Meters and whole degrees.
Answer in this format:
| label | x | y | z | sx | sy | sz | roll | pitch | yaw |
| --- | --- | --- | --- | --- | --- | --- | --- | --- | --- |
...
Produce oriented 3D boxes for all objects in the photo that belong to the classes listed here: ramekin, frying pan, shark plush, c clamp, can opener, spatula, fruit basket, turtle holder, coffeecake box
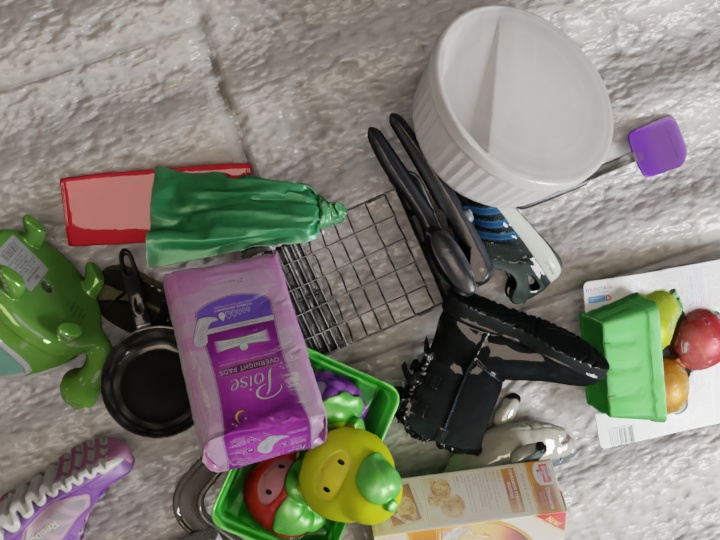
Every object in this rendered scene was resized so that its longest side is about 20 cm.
| label | x | y | z | sx | sy | sz | roll | pitch | yaw |
| --- | --- | --- | --- | --- | --- | --- | --- | --- | --- |
| ramekin | 0.143 | -0.156 | 1.085 | 0.201 | 0.094 | 0.203 | 10 | 64 | -22 |
| frying pan | -0.227 | 0.084 | 1.100 | 0.115 | 0.031 | 0.190 | -37 | 81 | -17 |
| shark plush | 0.143 | 0.230 | 1.196 | 0.200 | 0.091 | 0.083 | -39 | 130 | -3 |
| c clamp | -0.114 | 0.248 | 1.196 | 0.200 | 0.027 | 0.171 | 44 | 93 | -9 |
| can opener | 0.074 | -0.068 | 1.099 | 0.063 | 0.079 | 0.201 | -26 | 89 | -9 |
| spatula | 0.259 | -0.108 | 1.173 | 0.199 | 0.021 | 0.057 | -22 | 87 | 2 |
| fruit basket | 0.340 | 0.086 | 1.189 | 0.199 | 0.094 | 0.186 | -11 | 100 | -18 |
| turtle holder | -0.335 | 0.048 | 1.108 | 0.132 | 0.141 | 0.185 | -36 | 138 | 22 |
| fruit basket | -0.043 | 0.192 | 1.092 | 0.155 | 0.216 | 0.216 | 25 | 96 | -9 |
| coffeecake box | 0.111 | 0.287 | 1.161 | 0.199 | 0.073 | 0.154 | -7 | 132 | -3 |

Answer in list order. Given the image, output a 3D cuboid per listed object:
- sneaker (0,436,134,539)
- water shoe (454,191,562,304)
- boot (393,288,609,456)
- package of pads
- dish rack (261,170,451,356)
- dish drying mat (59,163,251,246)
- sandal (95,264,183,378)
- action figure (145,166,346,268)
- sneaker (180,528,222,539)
| label | x | y | z | sx | sy | sz | roll | pitch | yaw |
| --- | --- | --- | --- | --- | --- | --- | --- | --- | --- |
| sneaker | -0.318 | 0.256 | 1.161 | 0.200 | 0.081 | 0.089 | -33 | 106 | 6 |
| water shoe | 0.128 | -0.047 | 1.148 | 0.079 | 0.072 | 0.200 | -44 | 99 | 5 |
| boot | 0.140 | 0.123 | 1.142 | 0.198 | 0.073 | 0.163 | 22 | 109 | -1 |
| package of pads | -0.114 | 0.083 | 1.049 | 0.120 | 0.076 | 0.201 | -13 | 59 | -10 |
| dish rack | 0.000 | 0.000 | 1.156 | 0.199 | 0.055 | 0.154 | -24 | 98 | 1 |
| dish drying mat | -0.212 | -0.069 | 1.146 | 0.199 | 0.018 | 0.077 | -5 | 100 | -5 |
| sandal | -0.190 | 0.057 | 1.151 | 0.201 | 0.057 | 0.080 | 36 | 100 | 6 |
| action figure | -0.113 | -0.054 | 1.107 | 0.199 | 0.055 | 0.119 | -2 | 67 | 3 |
| sneaker | -0.229 | 0.357 | 1.178 | 0.199 | 0.078 | 0.080 | -23 | 108 | 5 |
